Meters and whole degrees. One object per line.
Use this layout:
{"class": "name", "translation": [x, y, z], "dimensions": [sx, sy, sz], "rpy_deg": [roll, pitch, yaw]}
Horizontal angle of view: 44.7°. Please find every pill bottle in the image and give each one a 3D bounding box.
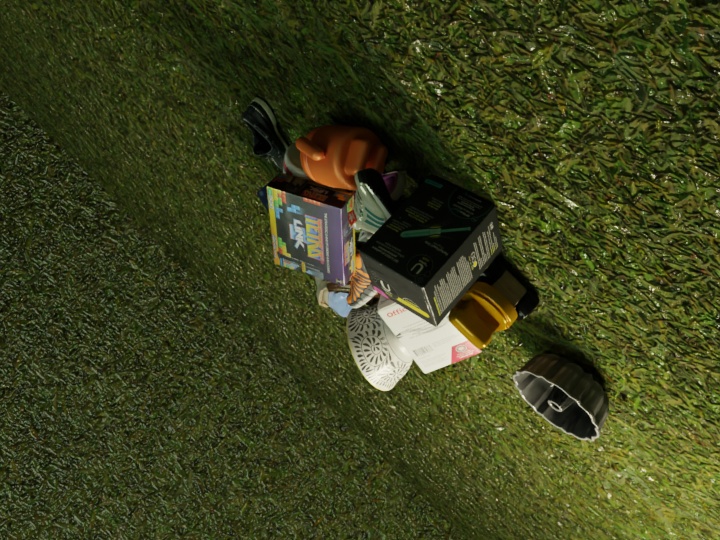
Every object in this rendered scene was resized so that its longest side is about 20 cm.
{"class": "pill bottle", "translation": [-0.108, -0.157, 1.782], "dimensions": [0.111, 0.111, 0.200], "rpy_deg": [36, 140, 20]}

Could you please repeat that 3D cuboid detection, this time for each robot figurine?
{"class": "robot figurine", "translation": [-0.036, -0.209, 1.600], "dimensions": [0.200, 0.144, 0.117], "rpy_deg": [16, 130, 54]}

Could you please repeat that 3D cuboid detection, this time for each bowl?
{"class": "bowl", "translation": [0.064, 0.157, 1.935], "dimensions": [0.094, 0.201, 0.201], "rpy_deg": [-24, 119, 26]}

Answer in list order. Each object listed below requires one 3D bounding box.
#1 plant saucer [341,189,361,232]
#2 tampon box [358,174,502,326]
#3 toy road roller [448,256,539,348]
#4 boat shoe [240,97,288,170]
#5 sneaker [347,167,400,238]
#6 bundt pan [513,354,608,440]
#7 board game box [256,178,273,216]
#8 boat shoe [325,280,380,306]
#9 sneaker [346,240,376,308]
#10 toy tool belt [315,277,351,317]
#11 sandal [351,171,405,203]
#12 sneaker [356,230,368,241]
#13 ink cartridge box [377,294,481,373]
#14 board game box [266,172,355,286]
{"class": "plant saucer", "translation": [-0.082, -0.150, 1.932], "dimensions": [0.200, 0.048, 0.200], "rpy_deg": [50, 160, -20]}
{"class": "tampon box", "translation": [0.125, -0.036, 1.517], "dimensions": [0.150, 0.200, 0.126], "rpy_deg": [31, 158, 33]}
{"class": "toy road roller", "translation": [0.222, 0.071, 1.638], "dimensions": [0.123, 0.146, 0.200], "rpy_deg": [45, 161, -5]}
{"class": "boat shoe", "translation": [-0.204, -0.276, 1.872], "dimensions": [0.074, 0.066, 0.199], "rpy_deg": [35, 159, 29]}
{"class": "sneaker", "translation": [0.014, -0.107, 1.552], "dimensions": [0.200, 0.093, 0.070], "rpy_deg": [46, -150, -59]}
{"class": "bundt pan", "translation": [0.404, 0.240, 1.724], "dimensions": [0.202, 0.076, 0.202], "rpy_deg": [37, 160, 16]}
{"class": "board game box", "translation": [-0.128, -0.088, 2.009], "dimensions": [0.200, 0.062, 0.200], "rpy_deg": [57, -170, 33]}
{"class": "boat shoe", "translation": [0.017, 0.046, 1.942], "dimensions": [0.200, 0.068, 0.072], "rpy_deg": [1, 179, 17]}
{"class": "sneaker", "translation": [0.000, 0.000, 1.830], "dimensions": [0.112, 0.078, 0.200], "rpy_deg": [42, 143, -3]}
{"class": "toy tool belt", "translation": [-0.041, 0.063, 2.203], "dimensions": [0.123, 0.125, 0.200], "rpy_deg": [42, 164, 29]}
{"class": "sandal", "translation": [0.016, -0.153, 1.666], "dimensions": [0.050, 0.083, 0.203], "rpy_deg": [25, 156, -25]}
{"class": "sneaker", "translation": [0.013, -0.025, 1.922], "dimensions": [0.075, 0.082, 0.200], "rpy_deg": [5, 158, -1]}
{"class": "ink cartridge box", "translation": [0.149, 0.106, 1.863], "dimensions": [0.145, 0.083, 0.200], "rpy_deg": [-23, 119, 25]}
{"class": "board game box", "translation": [-0.095, -0.079, 1.718], "dimensions": [0.165, 0.057, 0.200], "rpy_deg": [18, 135, 21]}
